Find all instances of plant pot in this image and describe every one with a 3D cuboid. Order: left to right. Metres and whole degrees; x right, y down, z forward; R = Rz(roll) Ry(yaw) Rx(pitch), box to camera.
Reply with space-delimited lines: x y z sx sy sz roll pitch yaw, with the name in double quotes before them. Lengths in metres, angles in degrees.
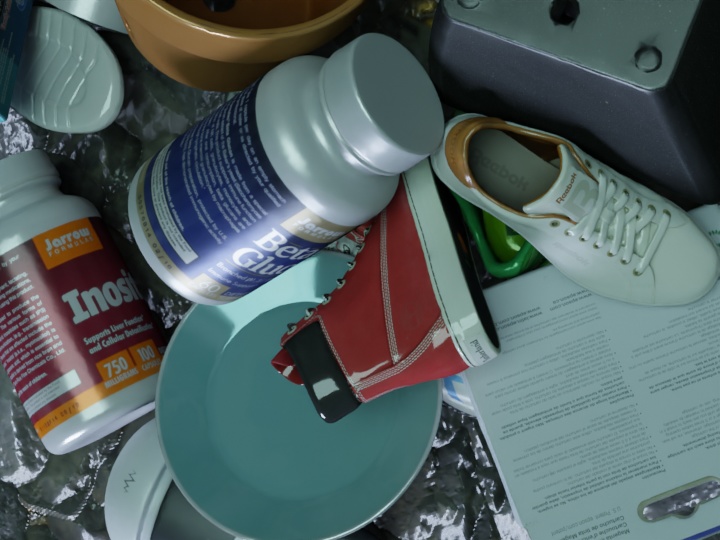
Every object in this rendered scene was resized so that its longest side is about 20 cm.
"plant pot" -0.083 -0.208 1.095 0.198 0.140 0.202 4 69 -11
"plant pot" 0.145 -0.173 0.970 0.199 0.177 0.201 22 93 17

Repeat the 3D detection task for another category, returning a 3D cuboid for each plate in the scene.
"plate" -0.040 0.085 1.123 0.198 0.026 0.202 -4 71 13

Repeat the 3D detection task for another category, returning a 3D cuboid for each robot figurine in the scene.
"robot figurine" -0.082 0.178 1.181 0.199 0.150 0.126 23 131 15

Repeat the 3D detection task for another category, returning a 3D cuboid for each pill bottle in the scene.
"pill bottle" -0.219 0.021 1.216 0.112 0.113 0.201 -30 85 18
"pill bottle" -0.045 -0.065 1.058 0.199 0.111 0.112 -30 84 37

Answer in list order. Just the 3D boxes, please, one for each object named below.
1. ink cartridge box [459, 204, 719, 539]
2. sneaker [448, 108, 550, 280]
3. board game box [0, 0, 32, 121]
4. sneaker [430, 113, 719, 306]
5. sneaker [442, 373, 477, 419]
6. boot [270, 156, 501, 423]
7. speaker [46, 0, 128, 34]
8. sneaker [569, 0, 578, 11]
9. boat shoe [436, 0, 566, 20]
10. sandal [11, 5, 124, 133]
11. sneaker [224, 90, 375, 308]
"ink cartridge box" 0.173 0.081 1.070 0.195 0.043 0.202 -20 71 -1
"sneaker" 0.094 -0.089 1.106 0.073 0.084 0.202 -9 101 21
"board game box" -0.332 -0.166 1.217 0.198 0.047 0.152 -9 59 26
"sneaker" 0.135 -0.032 1.027 0.199 0.085 0.073 25 89 -6
"sneaker" 0.094 0.070 1.143 0.199 0.072 0.073 24 84 15
"boot" 0.000 0.000 1.090 0.143 0.073 0.201 -24 46 13
"speaker" -0.157 -0.270 1.189 0.081 0.081 0.202 24 102 15
"sneaker" 0.172 -0.168 1.098 0.098 0.078 0.202 8 88 24
"boat shoe" 0.048 -0.224 1.129 0.199 0.069 0.071 37 101 11
"sandal" -0.241 -0.156 1.244 0.201 0.050 0.083 24 98 30
"sneaker" -0.033 -0.057 1.173 0.107 0.067 0.204 0 98 17
